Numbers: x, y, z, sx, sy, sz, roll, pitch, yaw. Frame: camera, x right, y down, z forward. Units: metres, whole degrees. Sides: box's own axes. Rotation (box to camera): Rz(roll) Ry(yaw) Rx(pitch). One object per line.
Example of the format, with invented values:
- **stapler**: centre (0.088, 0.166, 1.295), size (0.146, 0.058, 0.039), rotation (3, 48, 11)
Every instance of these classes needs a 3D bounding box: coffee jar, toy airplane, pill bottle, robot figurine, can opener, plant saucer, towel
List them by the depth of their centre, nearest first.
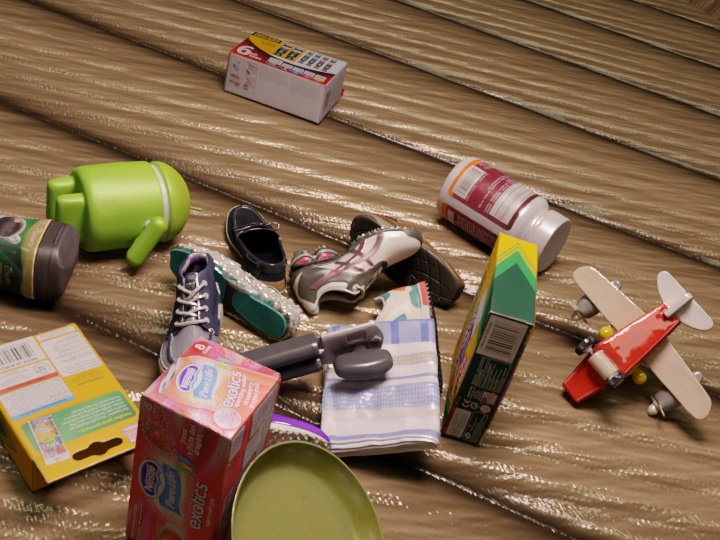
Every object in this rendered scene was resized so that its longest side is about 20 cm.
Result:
- **plant saucer**: centre (-0.053, 0.265, 0.858), size (0.199, 0.031, 0.201), rotation (29, 46, -36)
- **can opener**: centre (-0.062, 0.108, 1.071), size (0.198, 0.053, 0.067), rotation (-12, 40, -4)
- **towel**: centre (0.022, 0.136, 1.082), size (0.146, 0.024, 0.201), rotation (-5, 43, 8)
- **coffee jar**: centre (-0.457, -0.024, 1.115), size (0.198, 0.086, 0.105), rotation (10, 32, -8)
- **robot figurine**: centre (-0.325, -0.090, 1.230), size (0.199, 0.116, 0.175), rotation (-10, 38, -32)
- **toy airplane**: centre (0.382, 0.099, 1.234), size (0.197, 0.141, 0.202), rotation (6, 68, 7)
- **pill bottle**: centre (0.233, -0.090, 1.454), size (0.199, 0.115, 0.114), rotation (36, 40, 25)

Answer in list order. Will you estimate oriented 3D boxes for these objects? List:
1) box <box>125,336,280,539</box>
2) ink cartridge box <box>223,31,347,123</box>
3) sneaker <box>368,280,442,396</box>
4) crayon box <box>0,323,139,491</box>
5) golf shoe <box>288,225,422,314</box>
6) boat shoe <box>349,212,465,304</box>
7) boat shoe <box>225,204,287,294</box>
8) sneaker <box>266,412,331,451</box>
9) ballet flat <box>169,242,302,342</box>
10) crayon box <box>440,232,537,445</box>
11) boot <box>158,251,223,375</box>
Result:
- **box**: centre (-0.152, 0.180, 0.858), size (0.094, 0.201, 0.103), rotation (24, 36, 12)
- **ink cartridge box**: centre (-0.136, -0.383, 1.732), size (0.199, 0.084, 0.176), rotation (20, 35, 6)
- **sneaker**: centre (0.055, 0.101, 1.181), size (0.093, 0.071, 0.201), rotation (-10, 44, 9)
- **crayon box**: centre (-0.322, 0.151, 0.960), size (0.125, 0.052, 0.200), rotation (-17, 46, -38)
- **golf shoe**: centre (0.000, 0.000, 1.257), size (0.198, 0.077, 0.089), rotation (-18, 65, -6)
- **boat shoe**: centre (0.077, -0.028, 1.343), size (0.200, 0.076, 0.074), rotation (38, 31, 20)
- **boat shoe**: centre (-0.146, -0.041, 1.283), size (0.074, 0.063, 0.201), rotation (-1, 37, -20)
- **sneaker**: centre (-0.129, 0.165, 1.003), size (0.198, 0.070, 0.100), rotation (11, 33, -9)
- **ballet flat**: centre (-0.162, 0.025, 1.187), size (0.199, 0.072, 0.072), rotation (34, 38, 10)
- **crayon box**: centre (0.160, 0.084, 1.113), size (0.058, 0.201, 0.173), rotation (17, 35, 0)
- **boot**: centre (-0.205, 0.054, 1.070), size (0.072, 0.091, 0.200), rotation (-4, 24, -4)
